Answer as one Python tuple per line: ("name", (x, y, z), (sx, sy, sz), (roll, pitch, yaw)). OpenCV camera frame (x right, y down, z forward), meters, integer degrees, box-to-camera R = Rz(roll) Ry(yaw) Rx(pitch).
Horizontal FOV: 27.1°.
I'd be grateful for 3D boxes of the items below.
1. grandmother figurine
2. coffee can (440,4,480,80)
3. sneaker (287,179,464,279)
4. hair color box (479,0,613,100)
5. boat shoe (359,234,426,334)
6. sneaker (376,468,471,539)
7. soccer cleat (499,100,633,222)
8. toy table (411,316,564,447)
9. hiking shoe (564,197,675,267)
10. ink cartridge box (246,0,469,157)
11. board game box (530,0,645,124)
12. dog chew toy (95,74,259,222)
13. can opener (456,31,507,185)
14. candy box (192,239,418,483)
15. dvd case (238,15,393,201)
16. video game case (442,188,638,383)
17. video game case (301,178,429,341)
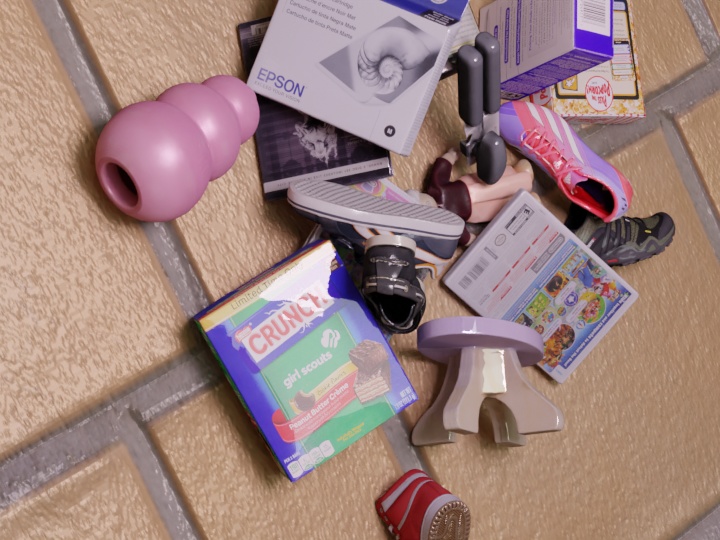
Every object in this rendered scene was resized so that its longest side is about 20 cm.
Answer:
("grandmother figurine", (0.119, -0.085, 1.759), (0.198, 0.060, 0.123), (-16, 81, -33))
("coffee can", (0.046, -0.310, 1.700), (0.145, 0.146, 0.202), (-23, 94, -30))
("sneaker", (0.010, -0.039, 1.616), (0.197, 0.079, 0.080), (13, 112, -12))
("hair color box", (0.216, -0.280, 1.759), (0.064, 0.199, 0.111), (8, 78, -29))
("boat shoe", (0.033, 0.031, 1.582), (0.071, 0.200, 0.069), (-3, 67, 4))
("sneaker", (0.061, 0.320, 1.665), (0.070, 0.112, 0.203), (1, 111, -31))
("soccer cleat", (0.241, -0.132, 1.793), (0.199, 0.067, 0.076), (38, 31, 3))
("toy table", (0.136, 0.130, 1.675), (0.199, 0.182, 0.119), (15, 68, -46))
("hiking shoe", (0.307, -0.053, 1.846), (0.198, 0.075, 0.102), (-20, 95, -29))
("ink cartridge box", (-0.001, -0.252, 1.606), (0.197, 0.041, 0.202), (23, 95, 15))
("board game box", (0.278, -0.287, 1.884), (0.150, 0.046, 0.203), (-2, 83, -30))
("dog chew toy", (-0.182, -0.138, 1.566), (0.200, 0.124, 0.125), (-40, 102, -36))
("can opener", (0.142, -0.182, 1.678), (0.052, 0.201, 0.066), (-38, 57, -19))
("candy box", (-0.059, 0.093, 1.598), (0.168, 0.077, 0.202), (-32, 97, -12))
("dvd case", (-0.050, -0.189, 1.648), (0.147, 0.016, 0.203), (-11, 86, 15))
("video game case", (0.214, 0.020, 1.770), (0.199, 0.018, 0.144), (40, 95, -18))
("video game case", (0.000, 0.000, 1.669), (0.142, 0.018, 0.202), (33, 84, -21))
